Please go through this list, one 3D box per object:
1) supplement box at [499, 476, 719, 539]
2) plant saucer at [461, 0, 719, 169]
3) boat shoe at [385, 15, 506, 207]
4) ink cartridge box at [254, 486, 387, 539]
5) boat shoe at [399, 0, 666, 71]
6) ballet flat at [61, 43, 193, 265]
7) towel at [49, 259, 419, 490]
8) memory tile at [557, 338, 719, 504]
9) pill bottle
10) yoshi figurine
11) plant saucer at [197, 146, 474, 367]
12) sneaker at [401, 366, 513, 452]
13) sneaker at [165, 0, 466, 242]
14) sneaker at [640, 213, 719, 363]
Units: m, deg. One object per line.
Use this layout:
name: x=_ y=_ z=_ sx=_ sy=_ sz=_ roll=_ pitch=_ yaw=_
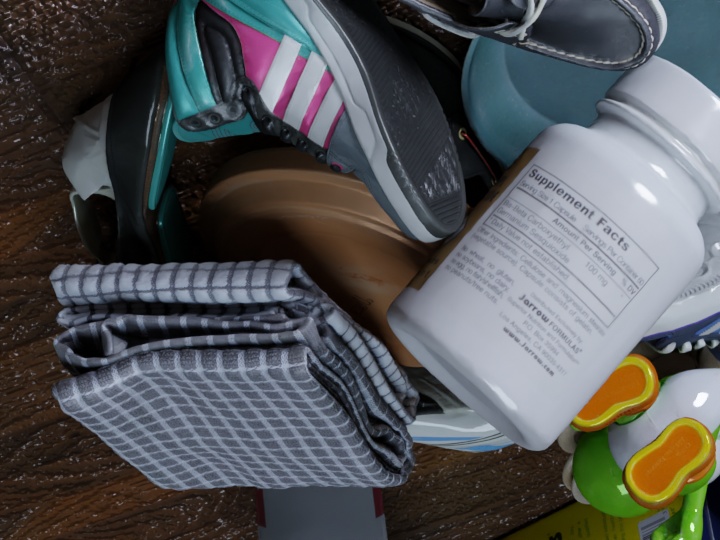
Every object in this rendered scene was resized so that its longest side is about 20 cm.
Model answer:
supplement box: x=0.173 y=0.222 z=1.874 sx=0.200 sy=0.110 sz=0.109 roll=-29 pitch=132 yaw=23
plant saucer: x=0.154 y=-0.119 z=1.559 sx=0.199 sy=0.036 sz=0.200 roll=-2 pitch=137 yaw=-2
boat shoe: x=0.037 y=-0.064 z=1.590 sx=0.073 sy=0.063 sz=0.202 roll=-17 pitch=134 yaw=18
ink cartridge box: x=-0.020 y=0.218 z=1.826 sx=0.082 sy=0.147 sz=0.200 roll=-6 pitch=138 yaw=-2
boat shoe: x=0.066 y=-0.152 z=1.458 sx=0.200 sy=0.060 sz=0.074 roll=30 pitch=122 yaw=-9
ballet flat: x=-0.132 y=-0.049 z=1.591 sx=0.068 sy=0.068 sz=0.200 roll=8 pitch=137 yaw=5
towel: x=-0.071 y=0.068 z=1.620 sx=0.165 sy=0.086 sz=0.200 roll=-1 pitch=156 yaw=22
memory tile: x=0.182 y=0.051 z=1.713 sx=0.153 sy=0.017 sz=0.200 roll=-26 pitch=140 yaw=-14
pill bottle: x=0.118 y=-0.013 z=1.506 sx=0.200 sy=0.114 sz=0.114 roll=-48 pitch=131 yaw=-7
yoshi figurine: x=0.161 y=0.108 z=1.644 sx=0.111 sy=0.113 sz=0.200 roll=9 pitch=175 yaw=15
plant saucer: x=0.000 y=0.000 z=1.617 sx=0.199 sy=0.032 sz=0.201 roll=17 pitch=152 yaw=9
sneaker: x=0.044 y=0.085 z=1.744 sx=0.199 sy=0.072 sz=0.073 roll=-3 pitch=136 yaw=1
sneaker: x=-0.037 y=-0.086 z=1.500 sx=0.121 sy=0.084 sz=0.200 roll=-29 pitch=91 yaw=32
sneaker: x=0.204 y=0.031 z=1.633 sx=0.199 sy=0.081 sz=0.147 roll=-26 pitch=137 yaw=-19
